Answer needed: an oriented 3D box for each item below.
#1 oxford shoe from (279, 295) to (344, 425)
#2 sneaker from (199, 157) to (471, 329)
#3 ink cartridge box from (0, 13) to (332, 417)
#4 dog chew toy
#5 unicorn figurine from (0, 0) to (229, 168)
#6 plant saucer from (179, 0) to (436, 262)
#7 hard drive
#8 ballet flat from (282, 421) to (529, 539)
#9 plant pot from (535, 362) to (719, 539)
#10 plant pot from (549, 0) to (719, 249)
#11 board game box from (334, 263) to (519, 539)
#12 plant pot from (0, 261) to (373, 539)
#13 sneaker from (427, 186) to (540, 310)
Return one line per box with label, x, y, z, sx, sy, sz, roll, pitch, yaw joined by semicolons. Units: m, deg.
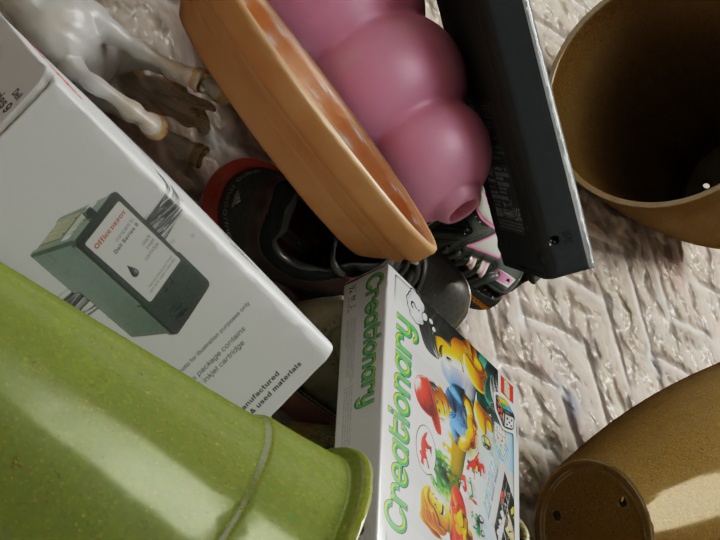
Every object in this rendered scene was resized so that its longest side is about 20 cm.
oxford shoe;0.022;0.067;1.385;0.200;0.074;0.071;25;47;-48
sneaker;0.000;0.000;1.372;0.200;0.082;0.077;23;84;-40
ink cartridge box;-0.125;-0.019;1.149;0.200;0.084;0.146;45;-1;-29
dog chew toy;0.005;-0.111;1.415;0.200;0.125;0.124;54;26;19
unicorn figurine;-0.136;-0.118;1.231;0.137;0.200;0.074;33;70;12
plant saucer;-0.033;-0.081;1.254;0.200;0.037;0.200;52;5;-7
hard drive;0.084;-0.099;1.411;0.140;0.033;0.201;-151;-134;-82
ballet flat;0.025;0.126;1.354;0.200;0.071;0.071;34;41;-41
plant pot;0.208;0.150;1.527;0.200;0.186;0.187;-4;71;-45
plant pot;0.259;-0.094;1.807;0.200;0.186;0.187;42;34;-56
board game box;0.036;0.109;1.268;0.126;0.035;0.200;43;34;-35
plant pot;-0.130;0.097;1.038;0.190;0.200;0.200;41;35;-13
sneaker;0.066;-0.017;1.523;0.200;0.080;0.087;-8;85;-54
